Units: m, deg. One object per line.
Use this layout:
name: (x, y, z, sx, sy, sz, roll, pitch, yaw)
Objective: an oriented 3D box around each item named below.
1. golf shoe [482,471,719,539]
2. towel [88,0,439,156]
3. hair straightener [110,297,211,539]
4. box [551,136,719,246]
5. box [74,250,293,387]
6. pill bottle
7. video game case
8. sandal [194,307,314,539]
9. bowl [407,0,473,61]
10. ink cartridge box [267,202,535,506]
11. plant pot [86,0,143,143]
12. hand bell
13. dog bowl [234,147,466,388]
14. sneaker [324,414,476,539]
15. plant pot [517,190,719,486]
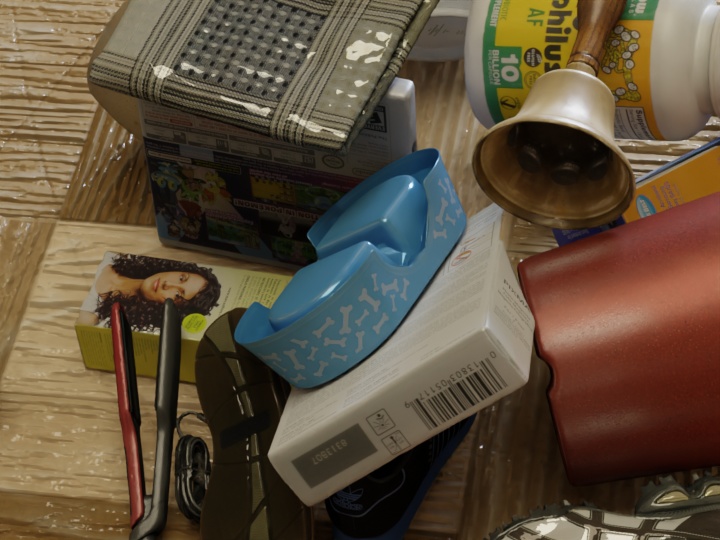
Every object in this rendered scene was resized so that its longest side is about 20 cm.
golf shoe: (0.150, 0.188, 1.397, 0.199, 0.078, 0.095, -17, 47, -9)
towel: (-0.054, -0.176, 1.531, 0.192, 0.035, 0.200, 17, 58, 19)
hair straightener: (-0.118, 0.109, 1.494, 0.077, 0.041, 0.201, -8, 62, 4)
box: (0.221, -0.056, 1.599, 0.199, 0.119, 0.042, -25, 91, -19)
box: (-0.088, 0.039, 1.580, 0.199, 0.050, 0.075, 7, 48, 11)
pill bottle: (0.181, -0.146, 1.583, 0.199, 0.113, 0.113, 5, 46, 24)
video game case: (-0.055, -0.072, 1.591, 0.199, 0.183, 0.023, 11, 46, 16)
sandal: (-0.062, 0.122, 1.470, 0.081, 0.055, 0.201, -25, 62, 27)
bowl: (0.058, -0.215, 1.738, 0.200, 0.201, 0.091, -2, 75, 3)
ink cartridge box: (0.032, 0.048, 1.435, 0.162, 0.057, 0.200, -32, 12, 19)
plant pot: (-0.077, -0.139, 1.669, 0.200, 0.201, 0.135, -31, 71, -23)
hand bell: (0.143, -0.136, 1.487, 0.104, 0.104, 0.201, 8, 55, 13)
dog bowl: (0.000, 0.000, 1.464, 0.111, 0.050, 0.200, -24, 22, 42)
sneaker: (0.031, 0.088, 1.502, 0.070, 0.078, 0.200, 11, 49, 16)
plant pot: (0.208, 0.042, 1.463, 0.194, 0.201, 0.201, -13, 46, 3)
